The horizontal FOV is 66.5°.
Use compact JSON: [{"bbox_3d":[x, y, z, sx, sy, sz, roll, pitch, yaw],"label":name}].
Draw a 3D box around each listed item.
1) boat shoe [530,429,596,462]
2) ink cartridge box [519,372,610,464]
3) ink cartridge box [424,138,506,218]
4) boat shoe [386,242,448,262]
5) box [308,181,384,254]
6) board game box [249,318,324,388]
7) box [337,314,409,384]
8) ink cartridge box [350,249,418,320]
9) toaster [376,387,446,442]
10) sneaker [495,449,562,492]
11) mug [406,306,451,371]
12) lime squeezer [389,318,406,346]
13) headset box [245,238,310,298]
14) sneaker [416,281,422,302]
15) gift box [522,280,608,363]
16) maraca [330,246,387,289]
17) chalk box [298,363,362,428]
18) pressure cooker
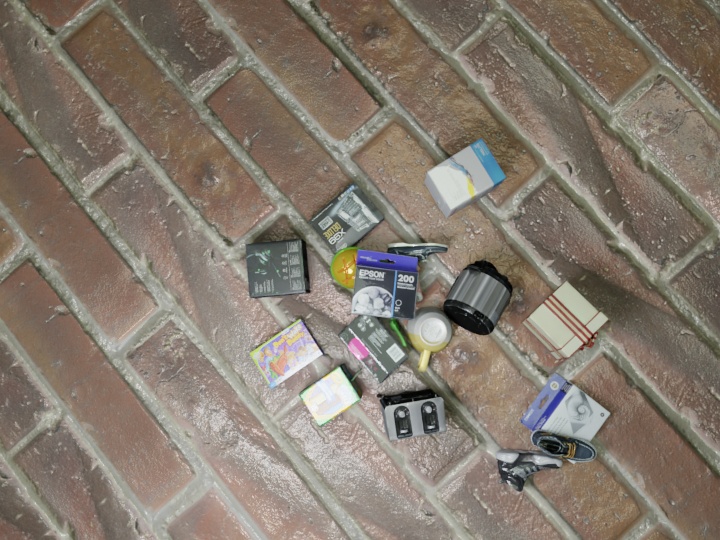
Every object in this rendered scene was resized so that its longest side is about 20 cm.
[{"bbox_3d":[0.613,0.533,1.638,0.198,0.091,0.072,14,89,6],"label":"boat shoe"},{"bbox_3d":[0.635,0.457,1.708,0.199,0.041,0.200,36,89,6],"label":"ink cartridge box"},{"bbox_3d":[0.325,-0.285,1.736,0.199,0.147,0.147,-31,85,0],"label":"ink cartridge box"},{"bbox_3d":[0.182,-0.057,1.762,0.198,0.075,0.062,-1,84,5],"label":"boat shoe"},{"bbox_3d":[-0.046,-0.164,1.797,0.200,0.050,0.158,-40,84,-1],"label":"box"},{"bbox_3d":[-0.237,0.268,1.775,0.199,0.045,0.135,-34,84,0],"label":"board game box"},{"bbox_3d":[0.043,0.234,1.727,0.132,0.115,0.200,-41,85,-2],"label":"box"},{"bbox_3d":[0.077,0.042,1.678,0.196,0.043,0.202,7,80,-6],"label":"ink cartridge box"},{"bbox_3d":[0.153,0.435,1.674,0.179,0.200,0.120,-8,87,-5],"label":"toaster"},{"bbox_3d":[0.515,0.617,1.688,0.198,0.075,0.115,2,86,10],"label":"sneaker"},{"bbox_3d":[0.225,0.204,1.698,0.148,0.153,0.188,-17,85,1],"label":"mug"},{"bbox_3d":[0.126,0.149,1.751,0.038,0.070,0.201,31,55,-29],"label":"lime squeezer"},{"bbox_3d":[-0.272,-0.003,1.776,0.198,0.093,0.176,-7,85,3],"label":"headset box"},{"bbox_3d":[0.096,0.056,1.758,0.198,0.075,0.106,-7,65,7],"label":"sneaker"},{"bbox_3d":[0.612,0.174,1.669,0.200,0.185,0.187,-45,75,3],"label":"gift box"},{"bbox_3d":[0.000,0.000,1.757,0.199,0.107,0.138,19,105,-19],"label":"maraca"},{"bbox_3d":[-0.071,0.375,1.716,0.199,0.125,0.124,-33,84,2],"label":"chalk box"},{"bbox_3d":[0.369,0.076,1.685,0.178,0.176,0.201,32,73,5],"label":"pressure cooker"}]
